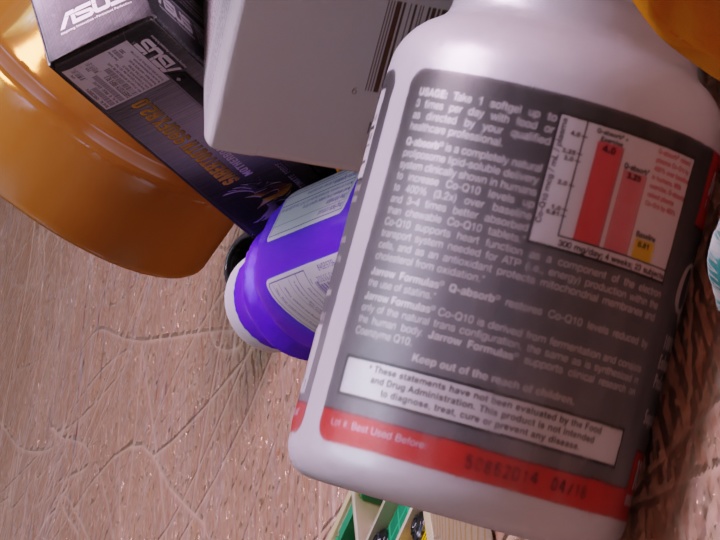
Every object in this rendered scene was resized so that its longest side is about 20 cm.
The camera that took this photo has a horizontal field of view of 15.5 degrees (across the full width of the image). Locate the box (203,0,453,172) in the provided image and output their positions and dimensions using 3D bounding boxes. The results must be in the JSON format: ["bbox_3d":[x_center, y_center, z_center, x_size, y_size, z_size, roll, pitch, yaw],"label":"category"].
[{"bbox_3d":[0.021,-0.129,1.036,0.200,0.152,0.107,-94,16,-57],"label":"box"}]

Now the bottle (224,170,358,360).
[{"bbox_3d":[0.000,0.000,1.099,0.065,0.083,0.200,-66,17,-18],"label":"bottle"}]

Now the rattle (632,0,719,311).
[{"bbox_3d":[0.094,-0.034,0.705,0.200,0.142,0.131,-174,81,-70],"label":"rattle"}]

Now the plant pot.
[{"bbox_3d":[-0.115,-0.129,1.445,0.183,0.200,0.200,-52,20,16],"label":"plant pot"}]

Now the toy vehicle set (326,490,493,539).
[{"bbox_3d":[0.001,0.152,1.084,0.124,0.026,0.200,-97,27,-59],"label":"toy vehicle set"}]

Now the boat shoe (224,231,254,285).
[{"bbox_3d":[-0.021,0.012,1.263,0.200,0.056,0.069,-164,89,-75],"label":"boat shoe"}]

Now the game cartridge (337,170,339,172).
[{"bbox_3d":[-0.015,-0.150,1.480,0.200,0.032,0.177,-109,37,-65],"label":"game cartridge"}]

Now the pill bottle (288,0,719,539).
[{"bbox_3d":[0.055,-0.016,0.873,0.116,0.115,0.201,-177,103,-76],"label":"pill bottle"}]

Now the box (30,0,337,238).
[{"bbox_3d":[-0.085,-0.121,1.110,0.200,0.048,0.159,42,-154,-62],"label":"box"}]
